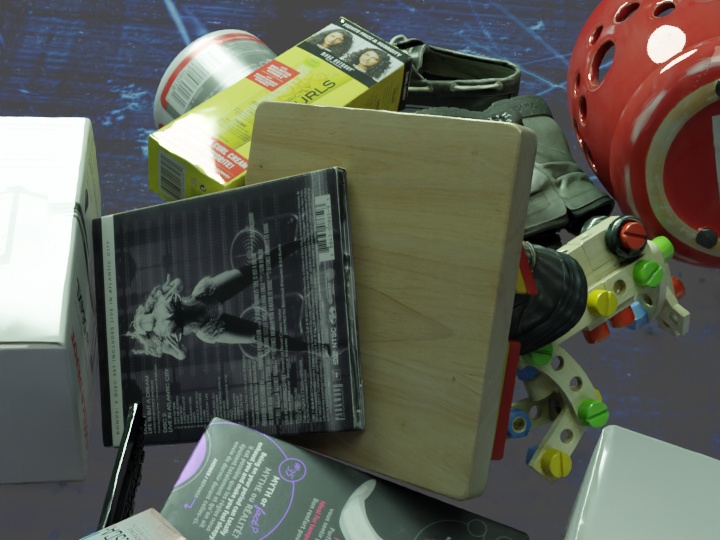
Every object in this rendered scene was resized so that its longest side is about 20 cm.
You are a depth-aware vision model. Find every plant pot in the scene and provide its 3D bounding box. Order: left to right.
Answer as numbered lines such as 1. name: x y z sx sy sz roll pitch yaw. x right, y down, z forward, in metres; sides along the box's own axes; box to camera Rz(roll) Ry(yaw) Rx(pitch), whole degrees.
1. plant pot: 0.260 -0.114 0.913 0.197 0.203 0.183 7 30 0

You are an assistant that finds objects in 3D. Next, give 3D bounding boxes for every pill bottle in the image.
1. pill bottle: -0.062 -0.088 0.940 0.113 0.115 0.200 -28 56 -28

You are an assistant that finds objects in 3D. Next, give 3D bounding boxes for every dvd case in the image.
1. dvd case: -0.086 0.028 0.745 0.198 0.016 0.151 -9 82 33

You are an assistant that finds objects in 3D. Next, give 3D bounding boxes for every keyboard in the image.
1. keyboard: -0.139 0.182 0.695 0.039 0.105 0.202 14 44 -6

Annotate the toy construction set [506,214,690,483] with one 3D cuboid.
1. toy construction set: 0.164 0.039 0.845 0.199 0.132 0.092 -34 14 -32

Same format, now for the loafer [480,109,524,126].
1. loafer: 0.087 -0.025 0.912 0.073 0.071 0.202 -4 60 50

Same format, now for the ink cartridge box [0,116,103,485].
1. ink cartridge box: -0.218 0.019 0.802 0.083 0.147 0.202 0 48 -6

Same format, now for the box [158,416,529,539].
1. box: -0.020 0.189 0.693 0.198 0.107 0.123 19 50 11

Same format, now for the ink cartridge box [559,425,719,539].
1. ink cartridge box: 0.170 0.190 0.650 0.145 0.201 0.083 17 51 11

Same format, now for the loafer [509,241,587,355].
1. loafer: 0.049 0.039 0.791 0.072 0.199 0.073 28 36 -38

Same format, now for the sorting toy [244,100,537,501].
1. sorting toy: 0.017 0.010 0.726 0.198 0.202 0.069 11 5 40

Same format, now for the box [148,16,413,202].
1. box: -0.052 -0.103 0.840 0.075 0.050 0.200 33 51 23

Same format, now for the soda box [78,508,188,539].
1. soda box: -0.093 0.226 0.596 0.068 0.203 0.063 -20 11 -23

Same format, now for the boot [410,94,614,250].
1. boot: 0.098 -0.067 0.975 0.198 0.068 0.132 -16 56 -17

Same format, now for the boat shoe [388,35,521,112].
1. boat shoe: 0.041 -0.173 1.063 0.197 0.064 0.071 9 47 2
